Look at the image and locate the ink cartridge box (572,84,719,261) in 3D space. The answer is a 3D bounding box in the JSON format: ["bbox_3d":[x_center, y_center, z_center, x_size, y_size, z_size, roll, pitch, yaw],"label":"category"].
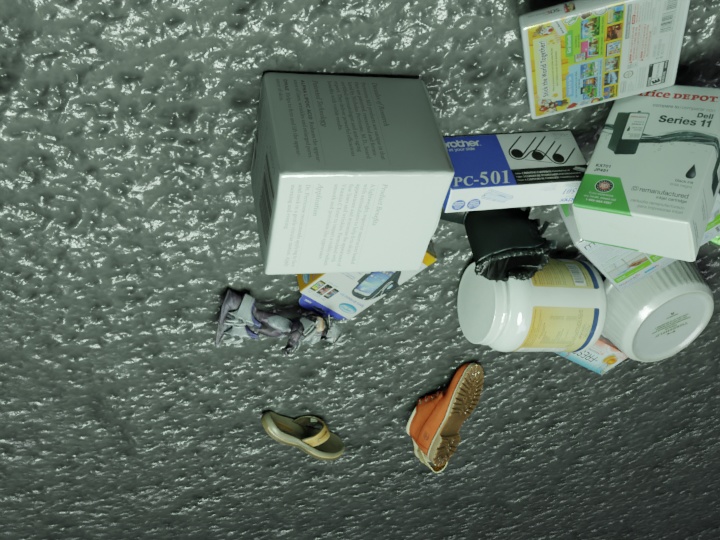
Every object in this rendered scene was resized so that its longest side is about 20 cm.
[{"bbox_3d":[0.364,-0.128,1.042,0.144,0.203,0.083,12,154,33],"label":"ink cartridge box"}]

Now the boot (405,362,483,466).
[{"bbox_3d":[0.151,0.245,1.564,0.074,0.107,0.203,14,107,-45],"label":"boot"}]

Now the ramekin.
[{"bbox_3d":[0.492,0.062,1.408,0.198,0.095,0.205,-13,133,-14],"label":"ramekin"}]

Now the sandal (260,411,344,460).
[{"bbox_3d":[-0.095,0.294,1.552,0.198,0.081,0.054,31,103,-38],"label":"sandal"}]

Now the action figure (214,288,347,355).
[{"bbox_3d":[-0.114,0.087,1.263,0.196,0.071,0.130,11,155,-10],"label":"action figure"}]

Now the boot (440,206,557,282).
[{"bbox_3d":[0.146,-0.059,1.113,0.194,0.165,0.074,-5,140,-13],"label":"boot"}]

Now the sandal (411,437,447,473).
[{"bbox_3d":[0.146,0.376,1.725,0.076,0.071,0.213,-19,142,6],"label":"sandal"}]

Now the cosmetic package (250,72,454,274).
[{"bbox_3d":[-0.018,-0.112,0.991,0.196,0.167,0.166,-1,141,-16],"label":"cosmetic package"}]

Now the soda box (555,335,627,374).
[{"bbox_3d":[0.389,0.118,1.494,0.198,0.064,0.068,26,127,-39],"label":"soda box"}]

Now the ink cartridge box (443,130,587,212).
[{"bbox_3d":[0.194,-0.130,1.098,0.195,0.095,0.045,-5,142,-12],"label":"ink cartridge box"}]

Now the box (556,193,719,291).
[{"bbox_3d":[0.413,-0.084,1.226,0.198,0.098,0.176,-34,138,23],"label":"box"}]

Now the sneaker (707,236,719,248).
[{"bbox_3d":[0.636,-0.046,1.366,0.196,0.078,0.085,1,136,-18],"label":"sneaker"}]

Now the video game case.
[{"bbox_3d":[0.278,-0.251,0.975,0.178,0.023,0.200,-12,159,11],"label":"video game case"}]

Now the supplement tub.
[{"bbox_3d":[0.262,0.052,1.304,0.196,0.146,0.146,3,139,-21],"label":"supplement tub"}]

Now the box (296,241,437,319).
[{"bbox_3d":[0.000,0.000,1.240,0.198,0.042,0.118,-33,139,25],"label":"box"}]
